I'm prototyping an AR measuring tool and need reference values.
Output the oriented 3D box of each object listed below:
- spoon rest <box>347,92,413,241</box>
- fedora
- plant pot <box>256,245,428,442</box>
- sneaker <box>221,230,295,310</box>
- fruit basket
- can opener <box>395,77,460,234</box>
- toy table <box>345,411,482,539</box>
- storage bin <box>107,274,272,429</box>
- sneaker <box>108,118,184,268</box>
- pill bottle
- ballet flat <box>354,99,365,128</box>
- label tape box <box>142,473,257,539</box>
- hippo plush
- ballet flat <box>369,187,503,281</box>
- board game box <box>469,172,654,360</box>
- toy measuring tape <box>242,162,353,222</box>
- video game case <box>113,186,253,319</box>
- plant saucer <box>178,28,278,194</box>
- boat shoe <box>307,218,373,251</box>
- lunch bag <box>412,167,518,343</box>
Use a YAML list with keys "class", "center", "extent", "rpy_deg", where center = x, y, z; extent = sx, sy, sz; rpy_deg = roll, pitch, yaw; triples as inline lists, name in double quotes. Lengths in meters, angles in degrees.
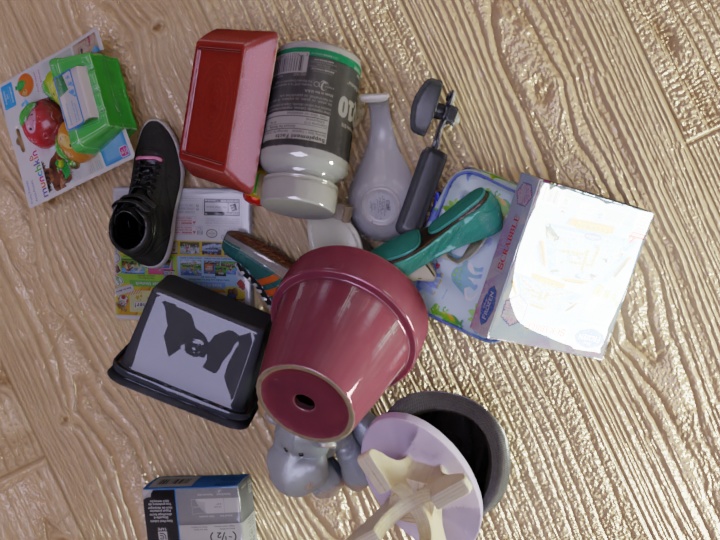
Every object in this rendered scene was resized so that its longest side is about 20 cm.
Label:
- class: "spoon rest"
  center: [0.028, -0.136, 1.532]
  extent: [0.098, 0.061, 0.202]
  rpy_deg: [0, 109, 10]
- class: "fedora"
  center: [0.113, 0.233, 1.528]
  extent: [0.175, 0.090, 0.202]
  rpy_deg: [2, 108, 14]
- class: "plant pot"
  center: [-0.034, 0.101, 1.420]
  extent: [0.198, 0.180, 0.201]
  rpy_deg: [13, 133, 14]
- class: "sneaker"
  center: [-0.109, 0.026, 1.556]
  extent: [0.199, 0.071, 0.080]
  rpy_deg: [34, 104, -2]
- class: "fruit basket"
  center: [-0.407, -0.205, 1.583]
  extent: [0.198, 0.094, 0.187]
  rpy_deg: [-19, 82, 22]
- class: "can opener"
  center: [0.081, -0.142, 1.499]
  extent: [0.066, 0.053, 0.202]
  rpy_deg: [15, 89, -1]
- class: "toy table"
  center: [0.069, 0.282, 1.443]
  extent: [0.200, 0.117, 0.184]
  rpy_deg: [44, 112, -2]
- class: "storage bin"
  center: [-0.210, 0.098, 1.547]
  extent: [0.198, 0.146, 0.135]
  rpy_deg: [23, 105, 1]
- class: "sneaker"
  center: [-0.284, -0.106, 1.546]
  extent: [0.070, 0.099, 0.202]
  rpy_deg: [3, 88, 13]
- class: "pill bottle"
  center: [-0.065, -0.173, 1.455]
  extent: [0.112, 0.113, 0.202]
  rpy_deg: [6, 79, 11]
- class: "ballet flat"
  center: [-0.089, -0.188, 1.542]
  extent: [0.198, 0.057, 0.067]
  rpy_deg: [-13, 92, 12]
- class: "label tape box"
  center: [-0.218, 0.390, 1.627]
  extent: [0.142, 0.066, 0.202]
  rpy_deg: [-4, 94, 12]
- class: "hippo plush"
  center: [-0.042, 0.220, 1.523]
  extent: [0.158, 0.161, 0.202]
  rpy_deg: [19, 99, 9]
- class: "ballet flat"
  center: [0.091, -0.025, 1.443]
  extent: [0.199, 0.068, 0.071]
  rpy_deg: [-30, 110, 17]
- class: "board game box"
  center: [0.250, -0.001, 1.442]
  extent: [0.198, 0.041, 0.201]
  rpy_deg: [13, 100, -33]
- class: "toy measuring tape"
  center: [-0.094, -0.109, 1.539]
  extent: [0.198, 0.074, 0.074]
  rpy_deg: [19, 99, 13]
- class: "video game case"
  center: [-0.244, -0.022, 1.610]
  extent: [0.198, 0.023, 0.184]
  rpy_deg: [1, 96, 10]
- class: "plant saucer"
  center: [-0.178, -0.211, 1.497]
  extent: [0.036, 0.199, 0.202]
  rpy_deg: [6, 98, -32]
- class: "boat shoe"
  center: [-0.002, 0.002, 1.543]
  extent: [0.072, 0.060, 0.203]
  rpy_deg: [-34, 82, 22]
- class: "lunch bag"
  center: [0.152, -0.023, 1.499]
  extent: [0.159, 0.082, 0.202]
  rpy_deg: [24, 100, 7]
